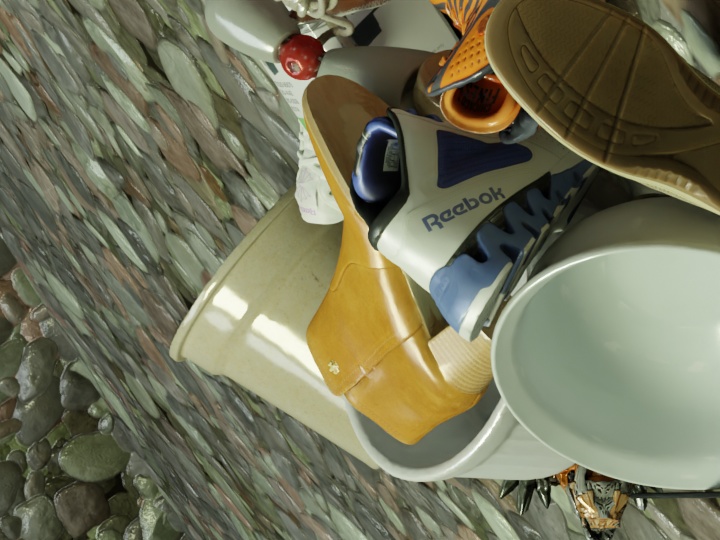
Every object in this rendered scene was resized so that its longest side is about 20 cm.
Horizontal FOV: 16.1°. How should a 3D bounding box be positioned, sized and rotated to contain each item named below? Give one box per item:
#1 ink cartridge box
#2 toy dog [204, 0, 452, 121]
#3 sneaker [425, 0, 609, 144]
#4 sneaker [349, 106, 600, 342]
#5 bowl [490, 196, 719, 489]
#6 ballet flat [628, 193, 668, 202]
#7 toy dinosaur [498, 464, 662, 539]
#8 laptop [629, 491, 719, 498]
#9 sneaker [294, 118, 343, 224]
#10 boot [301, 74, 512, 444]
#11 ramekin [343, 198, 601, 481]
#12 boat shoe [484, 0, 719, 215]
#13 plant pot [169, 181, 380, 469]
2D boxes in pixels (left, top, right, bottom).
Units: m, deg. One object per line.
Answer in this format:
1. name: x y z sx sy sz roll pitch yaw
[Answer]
1. ink cartridge box: -0.019 -0.166 1.630 0.200 0.084 0.146 55 166 -13
2. toy dog: 0.015 -0.126 1.497 0.200 0.096 0.132 46 142 0
3. sneaker: 0.064 -0.129 1.367 0.078 0.112 0.200 28 173 -16
4. sneaker: 0.062 -0.057 1.384 0.115 0.199 0.081 35 133 7
5. bowl: 0.175 0.024 1.383 0.201 0.090 0.201 8 139 7
6. ballet flat: 0.198 0.032 1.494 0.200 0.068 0.072 54 -173 -20
7. toy dinosaur: 0.150 0.089 1.624 0.102 0.200 0.136 15 143 12
8. laptop: 0.280 0.178 1.475 0.200 0.103 0.177 54 166 -4
9. sneaker: -0.011 -0.089 1.763 0.200 0.100 0.075 60 167 -22
10. boot: 0.001 0.000 1.469 0.201 0.071 0.144 55 140 4
11. ramekin: 0.081 0.034 1.557 0.098 0.201 0.200 11 -168 -33
12. boat shoe: 0.146 -0.073 1.270 0.200 0.071 0.065 32 179 -6
13. plant pot: -0.014 0.048 1.966 0.183 0.200 0.200 40 164 7
